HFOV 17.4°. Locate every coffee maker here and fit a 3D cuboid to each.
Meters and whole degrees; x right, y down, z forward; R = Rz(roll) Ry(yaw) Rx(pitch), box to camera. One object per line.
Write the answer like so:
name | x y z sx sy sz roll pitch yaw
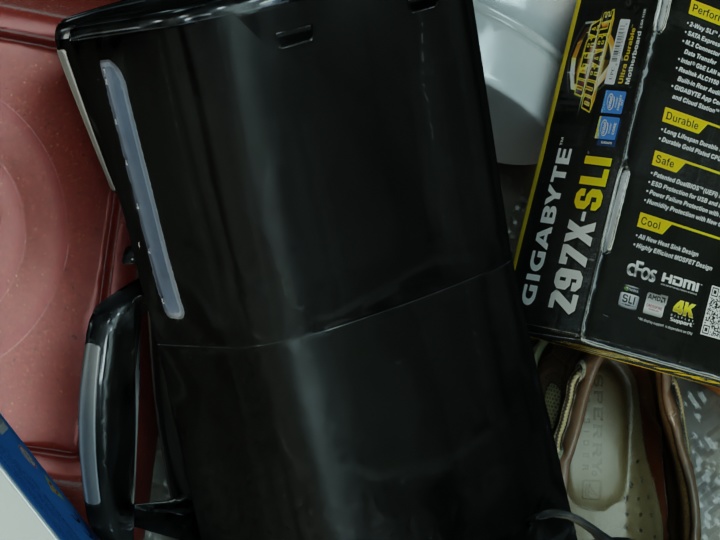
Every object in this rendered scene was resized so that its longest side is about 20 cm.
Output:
coffee maker | 0.000 0.000 0.744 0.135 0.191 0.201 -29 110 -56

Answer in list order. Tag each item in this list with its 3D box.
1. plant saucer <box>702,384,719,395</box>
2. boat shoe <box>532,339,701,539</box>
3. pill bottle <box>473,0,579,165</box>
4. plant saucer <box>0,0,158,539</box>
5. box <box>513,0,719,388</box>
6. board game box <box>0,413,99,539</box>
plant saucer | 0.174 -0.042 0.901 0.199 0.032 0.202 2 82 -15
boat shoe | 0.089 0.117 0.830 0.074 0.075 0.204 -4 83 -17
pill bottle | 0.069 -0.146 0.843 0.112 0.112 0.201 26 76 -11
plant saucer | -0.155 -0.014 0.800 0.199 0.037 0.201 9 79 -14
box | 0.155 -0.034 0.814 0.199 0.049 0.161 15 86 -33
board game box | -0.147 0.164 0.734 0.195 0.056 0.200 -38 93 1
